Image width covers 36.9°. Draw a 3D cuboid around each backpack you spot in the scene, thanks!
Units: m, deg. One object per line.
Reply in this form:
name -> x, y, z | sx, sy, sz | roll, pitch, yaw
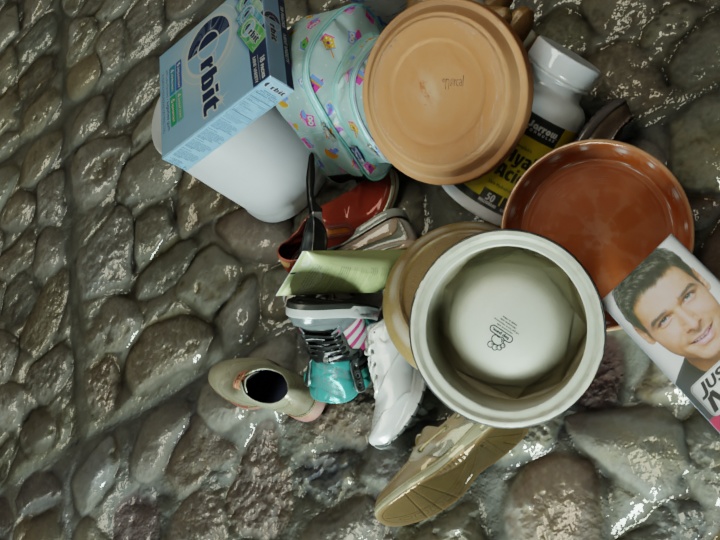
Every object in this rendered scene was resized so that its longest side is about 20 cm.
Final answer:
backpack -> -0.010, -0.228, 1.348 | 0.153, 0.200, 0.176 | -3, 46, 53

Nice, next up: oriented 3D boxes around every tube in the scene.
tube -> 0.000, 0.000, 1.262 | 0.052, 0.199, 0.058 | 14, 103, 53

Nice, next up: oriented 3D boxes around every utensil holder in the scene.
utensil holder -> -0.161, -0.182, 1.483 | 0.169, 0.200, 0.171 | -17, 60, 32

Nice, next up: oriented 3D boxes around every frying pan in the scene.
frying pan -> -0.062, -0.040, 1.331 | 0.115, 0.031, 0.191 | 109, 166, -47

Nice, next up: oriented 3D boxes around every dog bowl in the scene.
dog bowl -> 0.154, 0.057, 1.113 | 0.199, 0.074, 0.202 | 1, 93, 15

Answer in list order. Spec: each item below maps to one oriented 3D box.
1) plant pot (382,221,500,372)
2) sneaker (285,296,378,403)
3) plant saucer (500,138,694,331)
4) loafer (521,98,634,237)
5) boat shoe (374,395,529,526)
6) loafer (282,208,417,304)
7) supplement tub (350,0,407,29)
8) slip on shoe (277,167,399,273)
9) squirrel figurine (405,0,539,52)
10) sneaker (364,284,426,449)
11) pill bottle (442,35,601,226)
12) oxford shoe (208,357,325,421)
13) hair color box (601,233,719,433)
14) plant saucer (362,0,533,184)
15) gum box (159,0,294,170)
plant pot -> 0.121, 0.029, 1.209 | 0.199, 0.028, 0.201 | -4, 65, 9
sneaker -> -0.038, 0.095, 1.266 | 0.083, 0.200, 0.122 | 6, 87, 23
plant saucer -> 0.248, -0.037, 1.137 | 0.199, 0.032, 0.202 | 1, 93, 15
loafer -> 0.253, -0.098, 1.205 | 0.071, 0.073, 0.201 | 32, 89, 8
boat shoe -> 0.092, 0.203, 1.181 | 0.200, 0.072, 0.065 | -41, 43, 9
loafer -> -0.014, 0.001, 1.365 | 0.200, 0.072, 0.063 | -38, 55, 16
supplement tub -> 0.057, -0.375, 1.397 | 0.131, 0.200, 0.133 | -18, 58, 32
slip on shoe -> -0.029, -0.064, 1.413 | 0.200, 0.061, 0.074 | -41, 47, 14
squirrel figurine -> 0.128, -0.245, 1.288 | 0.200, 0.186, 0.142 | -52, 56, 13
sneaker -> 0.039, 0.107, 1.246 | 0.075, 0.087, 0.201 | 123, 166, -70
pill bottle -> 0.184, -0.158, 1.220 | 0.111, 0.111, 0.201 | 49, 117, 42
oxford shoe -> -0.135, 0.142, 1.390 | 0.199, 0.074, 0.071 | 5, 72, 40
hair color box -> 0.335, 0.071, 1.032 | 0.099, 0.061, 0.200 | -46, 56, 12
plant saucer -> 0.089, -0.194, 1.174 | 0.199, 0.032, 0.202 | 5, 101, 28
gum box -> -0.172, -0.246, 1.342 | 0.199, 0.044, 0.171 | -29, 53, 32
